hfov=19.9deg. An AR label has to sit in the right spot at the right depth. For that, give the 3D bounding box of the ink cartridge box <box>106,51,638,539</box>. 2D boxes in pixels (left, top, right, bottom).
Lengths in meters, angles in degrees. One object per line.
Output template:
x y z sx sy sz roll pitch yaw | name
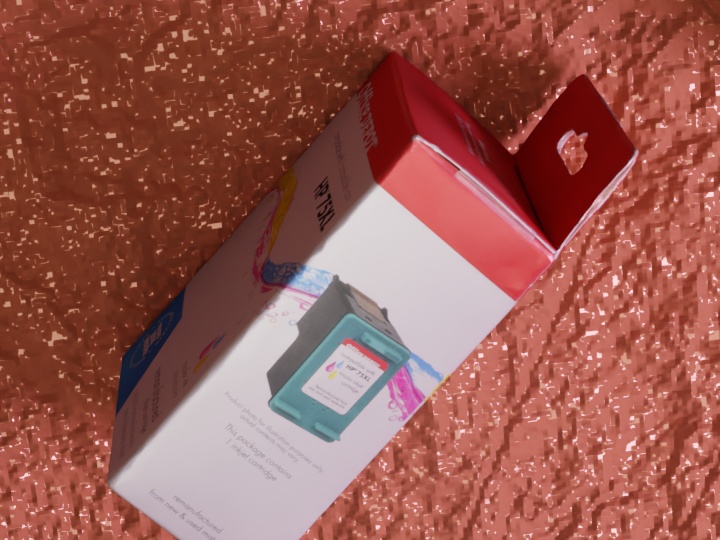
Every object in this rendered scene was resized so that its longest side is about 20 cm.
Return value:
0.000 0.000 0.722 0.067 0.116 0.200 38 102 -15 | ink cartridge box
